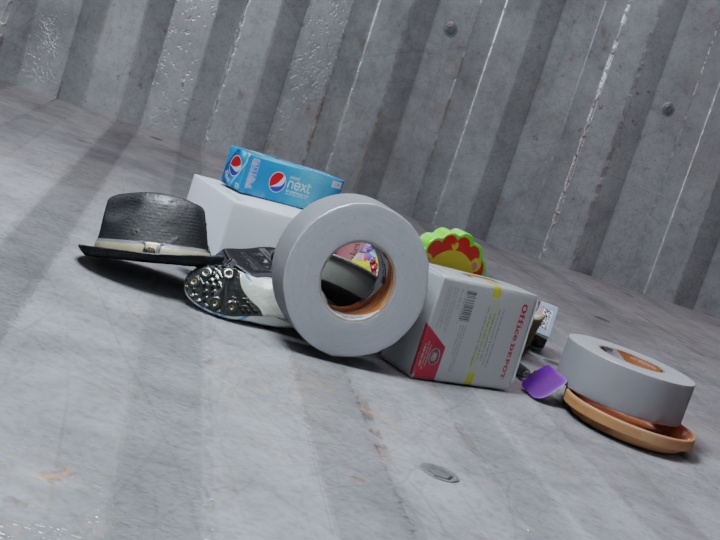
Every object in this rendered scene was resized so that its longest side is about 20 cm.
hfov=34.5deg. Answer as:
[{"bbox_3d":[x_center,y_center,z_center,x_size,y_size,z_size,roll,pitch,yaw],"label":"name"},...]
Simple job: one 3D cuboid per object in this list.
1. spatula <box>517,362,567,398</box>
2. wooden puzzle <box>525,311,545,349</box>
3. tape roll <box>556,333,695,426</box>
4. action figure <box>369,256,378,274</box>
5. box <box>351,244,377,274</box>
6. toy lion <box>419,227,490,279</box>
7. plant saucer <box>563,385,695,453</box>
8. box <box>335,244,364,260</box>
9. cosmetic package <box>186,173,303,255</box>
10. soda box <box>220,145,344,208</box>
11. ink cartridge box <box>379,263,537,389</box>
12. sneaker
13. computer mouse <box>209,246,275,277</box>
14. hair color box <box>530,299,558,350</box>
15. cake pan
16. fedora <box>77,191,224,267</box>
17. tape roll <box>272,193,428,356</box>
[{"bbox_3d":[0.255,0.158,1.773,0.021,0.056,0.200,58,-7,-11],"label":"spatula"},{"bbox_3d":[0.217,0.070,1.994,0.182,0.038,0.200,20,-17,5],"label":"wooden puzzle"},{"bbox_3d":[0.394,0.162,1.730,0.197,0.067,0.200,20,9,-3],"label":"tape roll"},{"bbox_3d":[0.000,0.000,1.720,0.197,0.100,0.065,26,-8,-8],"label":"action figure"},{"bbox_3d":[0.039,0.010,1.849,0.116,0.049,0.200,22,44,19],"label":"box"},{"bbox_3d":[0.133,0.037,1.712,0.198,0.195,0.068,13,10,-37],"label":"toy lion"},{"bbox_3d":[0.388,0.219,1.687,0.197,0.033,0.200,20,9,-3],"label":"plant saucer"},{"bbox_3d":[0.029,-0.013,2.014,0.198,0.130,0.108,23,10,32],"label":"box"},{"bbox_3d":[-0.171,-0.058,1.887,0.197,0.125,0.199,12,10,-30],"label":"cosmetic package"},{"bbox_3d":[-0.127,-0.146,1.902,0.198,0.065,0.067,14,10,-41],"label":"soda box"},{"bbox_3d":[0.141,0.079,1.633,0.198,0.148,0.083,12,9,-40],"label":"ink cartridge box"},{"bbox_3d":[-0.143,0.040,1.556,0.196,0.073,0.072,11,-21,-18],"label":"sneaker"},{"bbox_3d":[-0.169,0.003,1.732,0.198,0.053,0.138,3,31,-42],"label":"computer mouse"},{"bbox_3d":[0.252,0.072,2.098,0.197,0.062,0.099,20,-16,8],"label":"hair color box"},{"bbox_3d":[-0.042,0.030,1.638,0.197,0.037,0.201,20,-21,8],"label":"cake pan"},{"bbox_3d":[-0.280,-0.057,1.575,0.196,0.094,0.201,6,-2,0],"label":"fedora"},{"bbox_3d":[-0.013,0.007,1.503,0.197,0.204,0.066,16,8,-20],"label":"tape roll"}]
